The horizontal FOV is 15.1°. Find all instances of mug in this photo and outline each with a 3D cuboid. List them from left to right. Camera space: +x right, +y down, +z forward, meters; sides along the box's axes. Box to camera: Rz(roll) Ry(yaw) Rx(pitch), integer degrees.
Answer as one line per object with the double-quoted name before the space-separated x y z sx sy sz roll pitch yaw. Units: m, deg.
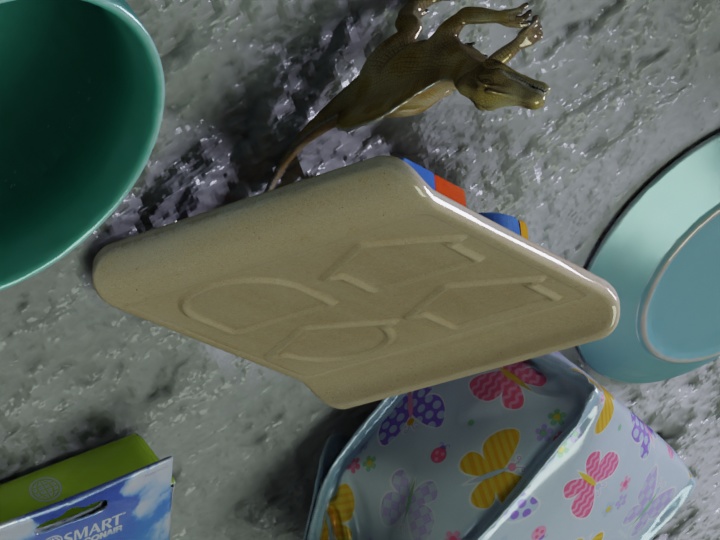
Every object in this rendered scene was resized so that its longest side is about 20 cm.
"mug" -0.157 -0.089 1.068 0.185 0.114 0.152 -39 144 -1

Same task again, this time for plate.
"plate" 0.210 -0.005 1.557 0.200 0.026 0.200 -23 141 -20

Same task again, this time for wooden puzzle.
"wooden puzzle" 0.000 0.000 1.308 0.185 0.046 0.200 -17 151 30

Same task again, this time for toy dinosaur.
"toy dinosaur" 0.018 -0.089 1.255 0.101 0.200 0.058 -45 108 -36

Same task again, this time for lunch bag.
"lunch bag" 0.061 0.134 1.495 0.200 0.127 0.170 -51 146 1

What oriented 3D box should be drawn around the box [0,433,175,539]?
"box" -0.158 0.168 1.402 0.122 0.048 0.200 -21 141 -24
